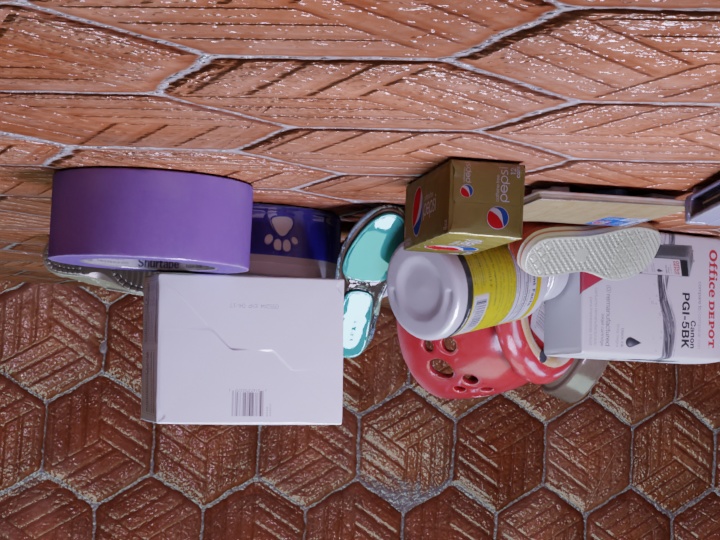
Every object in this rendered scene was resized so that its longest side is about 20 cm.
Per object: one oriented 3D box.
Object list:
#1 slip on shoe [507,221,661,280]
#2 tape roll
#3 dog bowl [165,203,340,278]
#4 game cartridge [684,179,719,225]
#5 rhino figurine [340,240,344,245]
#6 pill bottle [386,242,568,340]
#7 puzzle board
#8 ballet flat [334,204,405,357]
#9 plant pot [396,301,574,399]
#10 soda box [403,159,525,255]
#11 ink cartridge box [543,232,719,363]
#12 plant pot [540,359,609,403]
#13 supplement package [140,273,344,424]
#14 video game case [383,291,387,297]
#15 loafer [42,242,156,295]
[{"bbox_3d":[0.239,-0.031,1.697,0.199,0.074,0.061,-2,-147,-32],"label":"slip on shoe"},{"bbox_3d":[-0.207,-0.047,1.581,0.198,0.086,0.200,2,176,0],"label":"tape roll"},{"bbox_3d":[-0.121,-0.027,1.820,0.198,0.079,0.200,3,176,0],"label":"dog bowl"},{"bbox_3d":[0.359,-0.061,1.358,0.129,0.039,0.200,-1,176,-1],"label":"game cartridge"},{"bbox_3d":[0.038,-0.027,1.825,0.087,0.060,0.200,-11,-176,-29],"label":"rhino figurine"},{"bbox_3d":[0.132,0.006,1.719,0.199,0.112,0.111,-10,-174,-43],"label":"pill bottle"},{"bbox_3d":[0.219,-0.062,1.547,0.150,0.018,0.200,2,177,-9],"label":"puzzle board"},{"bbox_3d":[0.000,0.000,1.744,0.074,0.201,0.074,16,-149,-10],"label":"ballet flat"},{"bbox_3d":[0.174,0.062,2.039,0.182,0.202,0.200,-5,172,40],"label":"plant pot"},{"bbox_3d":[0.089,-0.053,1.419,0.067,0.065,0.200,4,175,-9],"label":"soda box"},{"bbox_3d":[0.315,0.029,1.822,0.199,0.148,0.083,4,174,-25],"label":"ink cartridge box"},{"bbox_3d":[0.286,0.085,2.491,0.174,0.201,0.200,21,171,-13],"label":"plant pot"},{"bbox_3d":[-0.127,0.085,1.697,0.199,0.157,0.111,2,177,-16],"label":"supplement package"},{"bbox_3d":[-0.014,0.015,1.915,0.181,0.023,0.200,-20,-169,-19],"label":"video game case"},{"bbox_3d":[-0.359,-0.010,2.306,0.199,0.076,0.068,13,175,-12],"label":"loafer"}]
